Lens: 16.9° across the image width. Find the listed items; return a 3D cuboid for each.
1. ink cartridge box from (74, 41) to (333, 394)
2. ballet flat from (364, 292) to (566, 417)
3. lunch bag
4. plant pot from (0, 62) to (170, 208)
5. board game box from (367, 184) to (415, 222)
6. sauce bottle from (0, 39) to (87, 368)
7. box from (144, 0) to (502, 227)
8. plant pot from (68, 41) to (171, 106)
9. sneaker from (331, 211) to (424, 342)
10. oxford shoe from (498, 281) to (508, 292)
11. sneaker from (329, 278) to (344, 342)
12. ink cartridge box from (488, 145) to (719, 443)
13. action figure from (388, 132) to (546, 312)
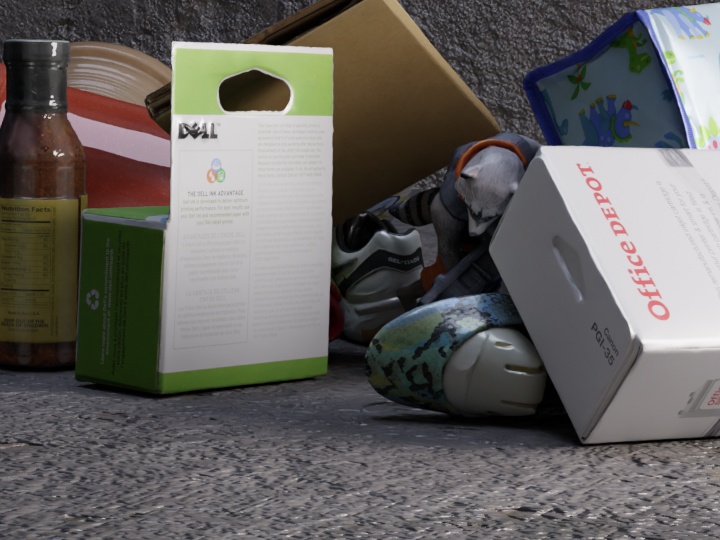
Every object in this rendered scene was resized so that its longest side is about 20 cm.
[{"bbox_3d":[-0.089,-0.034,1.435,0.076,0.200,0.148,6,6,40],"label":"ink cartridge box"},{"bbox_3d":[0.103,0.051,1.327,0.200,0.074,0.074,-4,7,-21],"label":"ballet flat"},{"bbox_3d":[0.214,-0.055,1.480,0.170,0.200,0.127,-13,-13,-46],"label":"lunch bag"},{"bbox_3d":[-0.195,-0.039,1.609,0.195,0.201,0.201,9,5,1],"label":"plant pot"},{"bbox_3d":[-0.041,-0.034,1.774,0.135,0.034,0.200,-19,-12,-15],"label":"board game box"},{"bbox_3d":[-0.198,-0.041,1.488,0.066,0.200,0.066,2,3,0],"label":"sauce bottle"},{"bbox_3d":[-0.018,-0.097,1.536,0.163,0.021,0.200,-28,-33,13],"label":"box"},{"bbox_3d":[-0.202,-0.062,1.749,0.201,0.201,0.093,2,10,3],"label":"plant pot"},{"bbox_3d":[0.000,0.000,1.735,0.076,0.088,0.200,-3,5,-25],"label":"sneaker"},{"bbox_3d":[0.133,0.014,1.857,0.071,0.071,0.200,-28,-8,26],"label":"oxford shoe"},{"bbox_3d":[-0.052,0.023,1.615,0.090,0.078,0.200,29,2,5],"label":"sneaker"},{"bbox_3d":[0.188,0.010,1.301,0.200,0.083,0.147,-1,48,-27],"label":"ink cartridge box"},{"bbox_3d":[0.059,-0.022,1.549,0.200,0.105,0.193,-41,-6,-19],"label":"action figure"}]
